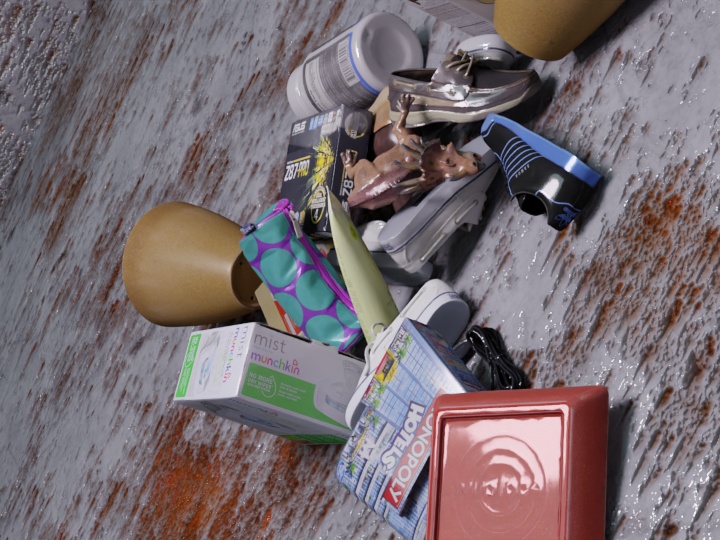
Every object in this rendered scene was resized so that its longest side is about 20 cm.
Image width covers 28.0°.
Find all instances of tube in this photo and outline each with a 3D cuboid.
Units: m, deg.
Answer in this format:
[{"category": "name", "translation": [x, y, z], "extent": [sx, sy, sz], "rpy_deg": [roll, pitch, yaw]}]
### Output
[{"category": "tube", "translation": [0.000, 0.000, 1.701], "extent": [0.058, 0.201, 0.052], "rpy_deg": [2, 33, 48]}]

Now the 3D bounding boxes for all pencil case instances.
[{"category": "pencil case", "translation": [-0.066, 0.012, 1.793], "extent": [0.092, 0.201, 0.085], "rpy_deg": [-35, 4, 41]}]

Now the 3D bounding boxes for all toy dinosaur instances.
[{"category": "toy dinosaur", "translation": [0.039, -0.109, 1.660], "extent": [0.200, 0.086, 0.136], "rpy_deg": [-38, 28, 23]}]

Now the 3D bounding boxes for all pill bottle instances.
[{"category": "pill bottle", "translation": [-0.013, -0.270, 1.990], "extent": [0.199, 0.113, 0.115], "rpy_deg": [-20, 53, 55]}]

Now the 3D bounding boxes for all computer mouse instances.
[{"category": "computer mouse", "translation": [0.093, 0.150, 1.572], "extent": [0.201, 0.046, 0.141], "rpy_deg": [-54, 32, 24]}]

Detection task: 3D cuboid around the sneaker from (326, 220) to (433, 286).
[{"category": "sneaker", "translation": [0.024, -0.027, 1.787], "extent": [0.199, 0.073, 0.071], "rpy_deg": [8, 76, 55]}]

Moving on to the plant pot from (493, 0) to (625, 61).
[{"category": "plant pot", "translation": [0.225, -0.338, 1.577], "extent": [0.187, 0.185, 0.201], "rpy_deg": [-101, 30, -46]}]

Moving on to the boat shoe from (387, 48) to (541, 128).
[{"category": "boat shoe", "translation": [0.113, -0.216, 1.685], "extent": [0.199, 0.074, 0.075], "rpy_deg": [-6, 23, 31]}]

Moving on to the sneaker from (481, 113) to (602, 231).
[{"category": "sneaker", "translation": [0.180, -0.109, 1.575], "extent": [0.078, 0.070, 0.200], "rpy_deg": [-58, 33, 5]}]

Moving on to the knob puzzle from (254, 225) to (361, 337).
[{"category": "knob puzzle", "translation": [-0.043, 0.023, 1.916], "extent": [0.219, 0.030, 0.221], "rpy_deg": [-23, 55, 36]}]

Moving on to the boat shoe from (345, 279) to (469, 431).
[{"category": "boat shoe", "translation": [0.041, 0.092, 1.670], "extent": [0.203, 0.074, 0.086], "rpy_deg": [-56, 36, 15]}]

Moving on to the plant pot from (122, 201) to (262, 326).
[{"category": "plant pot", "translation": [-0.214, 0.001, 2.093], "extent": [0.199, 0.186, 0.188], "rpy_deg": [8, 77, 48]}]

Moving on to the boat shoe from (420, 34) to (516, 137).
[{"category": "boat shoe", "translation": [0.122, -0.221, 1.765], "extent": [0.200, 0.072, 0.066], "rpy_deg": [-27, 52, 52]}]

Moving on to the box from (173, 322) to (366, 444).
[{"category": "box", "translation": [-0.094, 0.139, 1.749], "extent": [0.176, 0.199, 0.098], "rpy_deg": [-10, 63, 57]}]

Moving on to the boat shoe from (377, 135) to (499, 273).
[{"category": "boat shoe", "translation": [0.110, -0.078, 1.681], "extent": [0.200, 0.070, 0.071], "rpy_deg": [-46, 22, -13]}]

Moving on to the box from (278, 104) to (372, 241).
[{"category": "box", "translation": [-0.050, -0.121, 1.872], "extent": [0.200, 0.049, 0.163], "rpy_deg": [179, 103, -68]}]

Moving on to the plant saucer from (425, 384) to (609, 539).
[{"category": "plant saucer", "translation": [0.138, 0.209, 1.370], "extent": [0.198, 0.037, 0.202], "rpy_deg": [-7, 72, 38]}]

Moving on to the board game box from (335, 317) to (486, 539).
[{"category": "board game box", "translation": [0.078, 0.184, 1.493], "extent": [0.199, 0.061, 0.201], "rpy_deg": [33, 97, 44]}]

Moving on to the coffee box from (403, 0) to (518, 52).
[{"category": "coffee box", "translation": [0.133, -0.347, 1.697], "extent": [0.080, 0.199, 0.114], "rpy_deg": [3, 73, 64]}]

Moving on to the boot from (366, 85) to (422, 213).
[{"category": "boot", "translation": [0.036, -0.121, 1.840], "extent": [0.200, 0.072, 0.168], "rpy_deg": [117, 144, -65]}]
